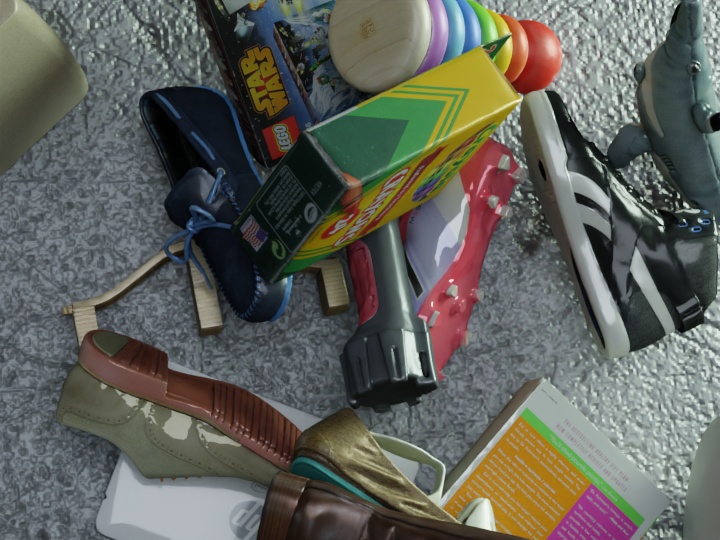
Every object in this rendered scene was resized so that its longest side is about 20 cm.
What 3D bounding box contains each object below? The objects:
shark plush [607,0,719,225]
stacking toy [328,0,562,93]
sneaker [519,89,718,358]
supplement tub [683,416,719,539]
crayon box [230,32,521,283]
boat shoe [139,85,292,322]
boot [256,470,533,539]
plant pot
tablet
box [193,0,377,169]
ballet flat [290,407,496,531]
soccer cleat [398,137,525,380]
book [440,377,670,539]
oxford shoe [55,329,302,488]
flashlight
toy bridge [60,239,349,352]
[{"bbox_3d":[0.244,-0.124,1.489,0.091,0.200,0.083,-16,49,-21],"label":"shark plush"},{"bbox_3d":[0.070,-0.158,1.483,0.200,0.085,0.086,4,73,-50],"label":"stacking toy"},{"bbox_3d":[0.194,-0.047,1.513,0.112,0.073,0.200,-19,91,-7],"label":"sneaker"},{"bbox_3d":[0.336,0.175,1.448,0.200,0.145,0.145,9,77,-6],"label":"supplement tub"},{"bbox_3d":[0.022,-0.076,1.387,0.200,0.127,0.051,-30,78,-38],"label":"crayon box"},{"bbox_3d":[-0.108,-0.043,1.447,0.069,0.084,0.200,5,42,-36],"label":"boat shoe"},{"bbox_3d":[0.025,0.233,1.370,0.200,0.187,0.064,15,31,10],"label":"boot"},{"bbox_3d":[-0.318,-0.150,1.410,0.200,0.177,0.200,43,75,3],"label":"plant pot"},{"bbox_3d":[-0.071,0.155,1.463,0.200,0.014,0.130,21,76,-3],"label":"tablet"},{"bbox_3d":[-0.043,-0.188,1.469,0.137,0.040,0.200,-27,122,-13],"label":"box"},{"bbox_3d":[0.043,0.165,1.407,0.200,0.068,0.072,41,60,-3],"label":"ballet flat"},{"bbox_3d":[0.051,-0.006,1.498,0.076,0.067,0.200,18,82,33],"label":"soccer cleat"},{"bbox_3d":[0.107,0.194,1.462,0.134,0.048,0.200,43,76,-5],"label":"book"},{"bbox_3d":[-0.112,0.114,1.436,0.200,0.071,0.074,29,106,-6],"label":"oxford shoe"},{"bbox_3d":[0.000,0.000,1.452,0.068,0.068,0.200,6,59,-26],"label":"flashlight"},{"bbox_3d":[-0.112,0.012,1.481,0.200,0.027,0.067,-9,77,-10],"label":"toy bridge"}]
